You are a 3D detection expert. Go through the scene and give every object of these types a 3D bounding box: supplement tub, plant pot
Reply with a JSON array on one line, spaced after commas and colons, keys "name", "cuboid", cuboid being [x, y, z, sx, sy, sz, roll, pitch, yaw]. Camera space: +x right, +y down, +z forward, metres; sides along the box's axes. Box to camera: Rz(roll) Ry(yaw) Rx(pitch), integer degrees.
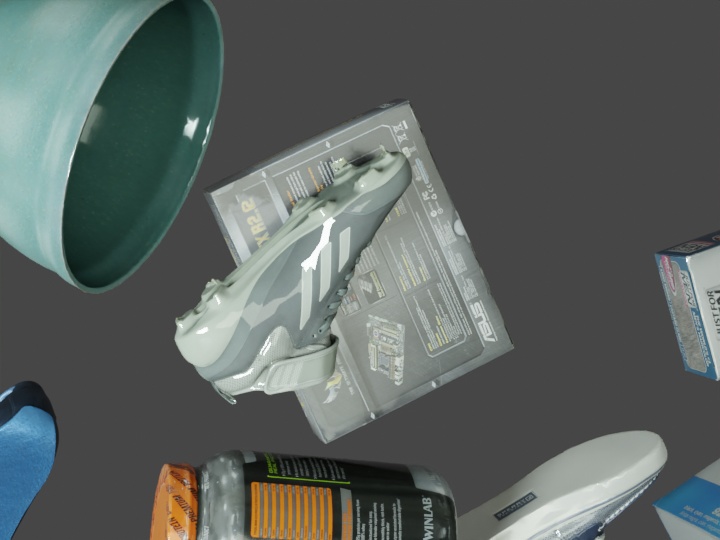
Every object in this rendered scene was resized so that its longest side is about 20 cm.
[{"name": "supplement tub", "cuboid": [-0.042, 0.189, 1.018, 0.199, 0.123, 0.123, 7, 93, -13]}, {"name": "plant pot", "cuboid": [-0.192, -0.104, 0.938, 0.134, 0.200, 0.201, 23, 89, 13]}]

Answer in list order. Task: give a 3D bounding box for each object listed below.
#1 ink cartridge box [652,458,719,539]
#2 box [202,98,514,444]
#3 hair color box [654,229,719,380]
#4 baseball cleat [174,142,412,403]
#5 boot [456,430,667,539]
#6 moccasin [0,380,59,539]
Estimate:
[{"name": "ink cartridge box", "cuboid": [0.360, 0.196, 1.103, 0.200, 0.145, 0.148, -32, 100, -10]}, {"name": "box", "cuboid": [0.000, 0.000, 1.051, 0.158, 0.048, 0.201, -26, 100, -9]}, {"name": "hair color box", "cuboid": [0.336, 0.003, 1.125, 0.199, 0.061, 0.100, -18, 98, -12]}, {"name": "baseball cleat", "cuboid": [-0.029, 0.009, 0.993, 0.200, 0.070, 0.107, -39, 108, 3]}, {"name": "boot", "cuboid": [0.150, 0.201, 1.099, 0.199, 0.073, 0.091, -27, 108, -3]}, {"name": "moccasin", "cuboid": [-0.260, 0.159, 0.987, 0.080, 0.068, 0.200, 36, 109, -26]}]
